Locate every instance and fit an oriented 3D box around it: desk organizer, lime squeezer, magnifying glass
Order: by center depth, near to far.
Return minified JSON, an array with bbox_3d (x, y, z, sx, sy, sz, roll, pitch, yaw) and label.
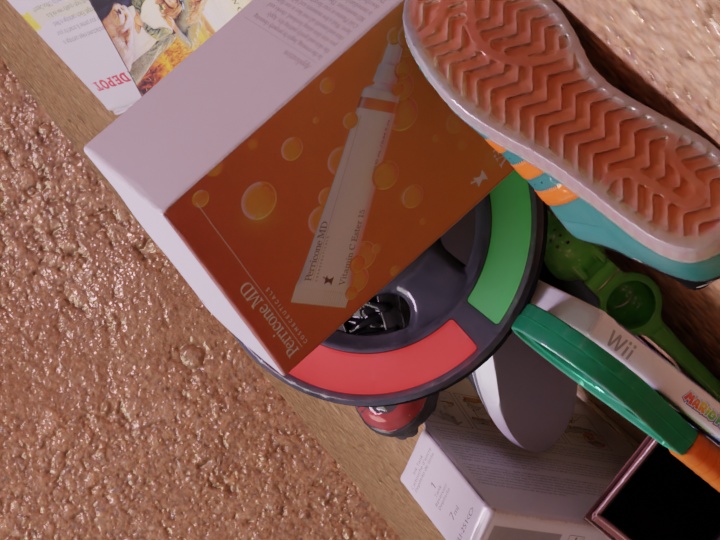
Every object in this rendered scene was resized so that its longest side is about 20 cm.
[{"bbox_3d":[0.157,0.080,1.252,0.200,0.022,0.080,36,177,-26],"label":"magnifying glass"},{"bbox_3d":[0.136,0.010,1.311,0.200,0.038,0.071,45,168,14],"label":"lime squeezer"},{"bbox_3d":[0.228,0.175,1.341,0.200,0.072,0.077,39,175,7],"label":"desk organizer"}]

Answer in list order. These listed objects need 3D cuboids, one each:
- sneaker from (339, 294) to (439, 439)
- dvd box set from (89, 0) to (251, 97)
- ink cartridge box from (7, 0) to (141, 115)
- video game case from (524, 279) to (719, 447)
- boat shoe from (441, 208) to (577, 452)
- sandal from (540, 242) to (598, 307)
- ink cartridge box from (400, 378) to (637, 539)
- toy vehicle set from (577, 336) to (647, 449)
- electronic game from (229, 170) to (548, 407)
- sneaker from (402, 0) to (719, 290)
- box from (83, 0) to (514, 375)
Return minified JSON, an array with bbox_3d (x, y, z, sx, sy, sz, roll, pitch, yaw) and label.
[{"bbox_3d":[0.000,0.000,1.405,0.098,0.070,0.202,23,-123,-66],"label":"sneaker"},{"bbox_3d":[-0.101,-0.185,1.320,0.200,0.029,0.147,-27,92,57],"label":"dvd box set"},{"bbox_3d":[-0.183,-0.214,1.615,0.200,0.084,0.145,49,153,-20],"label":"ink cartridge box"},{"bbox_3d":[0.167,0.067,1.309,0.200,0.018,0.143,37,177,-25],"label":"video game case"},{"bbox_3d":[0.073,0.023,1.397,0.056,0.069,0.201,22,146,47],"label":"boat shoe"},{"bbox_3d":[0.081,-0.021,1.423,0.200,0.045,0.075,42,169,38],"label":"sandal"},{"bbox_3d":[0.115,0.127,1.475,0.199,0.045,0.176,12,-156,-32],"label":"ink cartridge box"},{"bbox_3d":[0.132,0.040,1.496,0.200,0.026,0.124,43,170,34],"label":"toy vehicle set"},{"bbox_3d":[0.006,-0.026,1.292,0.200,0.200,0.042,46,-170,15],"label":"electronic game"},{"bbox_3d":[0.095,-0.060,1.097,0.200,0.071,0.080,44,166,22],"label":"sneaker"},{"bbox_3d":[-0.016,-0.069,1.184,0.097,0.200,0.125,37,166,52],"label":"box"}]
